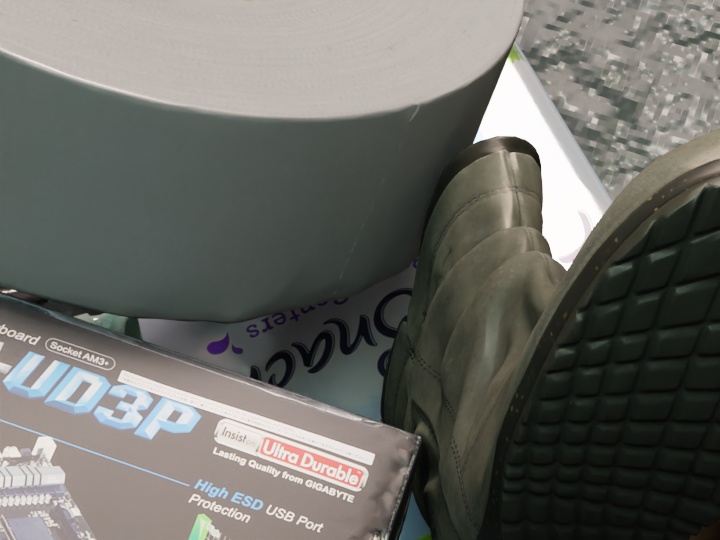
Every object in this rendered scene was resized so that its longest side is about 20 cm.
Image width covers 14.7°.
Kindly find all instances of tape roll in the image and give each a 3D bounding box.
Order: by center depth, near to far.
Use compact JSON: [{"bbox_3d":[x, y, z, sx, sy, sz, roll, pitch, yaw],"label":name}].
[{"bbox_3d":[-0.061,-0.075,0.729,0.200,0.066,0.200,14,36,-11],"label":"tape roll"}]

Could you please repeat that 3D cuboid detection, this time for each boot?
[{"bbox_3d":[0.043,0.013,0.651,0.068,0.200,0.131,0,46,-18],"label":"boot"}]

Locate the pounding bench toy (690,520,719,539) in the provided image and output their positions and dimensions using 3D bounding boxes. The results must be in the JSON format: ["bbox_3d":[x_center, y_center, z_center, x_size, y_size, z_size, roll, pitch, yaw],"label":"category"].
[{"bbox_3d":[0.155,0.094,0.678,0.124,0.200,0.156,-23,65,-10],"label":"pounding bench toy"}]

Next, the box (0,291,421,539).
[{"bbox_3d":[-0.103,0.080,0.639,0.200,0.046,0.159,18,57,3],"label":"box"}]

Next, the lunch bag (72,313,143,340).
[{"bbox_3d":[-0.114,0.128,0.711,0.170,0.122,0.200,-12,59,-6],"label":"lunch bag"}]

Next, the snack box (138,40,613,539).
[{"bbox_3d":[0.000,0.000,0.807,0.142,0.053,0.200,-24,66,-9],"label":"snack box"}]

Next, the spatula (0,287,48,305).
[{"bbox_3d":[-0.071,-0.007,0.740,0.200,0.021,0.057,-22,41,-22],"label":"spatula"}]
